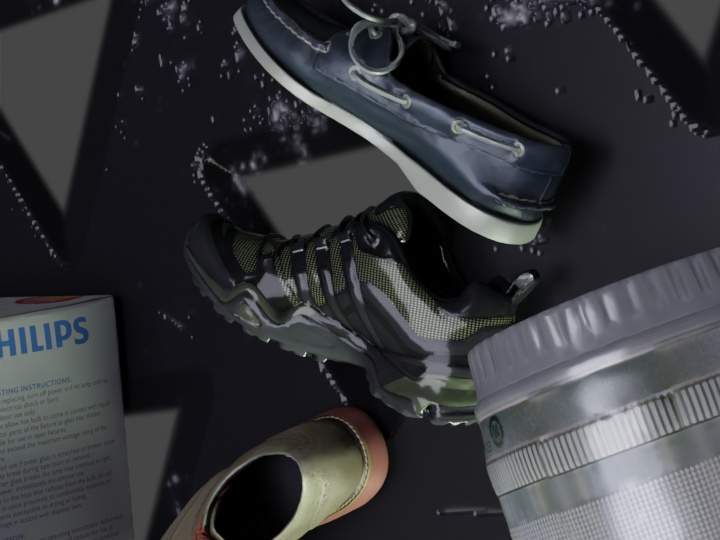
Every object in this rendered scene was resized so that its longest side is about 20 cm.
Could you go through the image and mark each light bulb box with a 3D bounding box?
[{"bbox_3d":[-0.250,0.122,1.058,0.197,0.124,0.202,-2,95,38],"label":"light bulb box"}]

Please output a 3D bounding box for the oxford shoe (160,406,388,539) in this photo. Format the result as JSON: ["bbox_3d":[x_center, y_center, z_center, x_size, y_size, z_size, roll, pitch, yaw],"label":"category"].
[{"bbox_3d":[-0.073,0.140,0.955,0.200,0.075,0.071,-45,69,32],"label":"oxford shoe"}]

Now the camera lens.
[{"bbox_3d":[0.145,0.105,0.730,0.159,0.159,0.201,-26,79,36],"label":"camera lens"}]

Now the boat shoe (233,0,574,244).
[{"bbox_3d":[0.020,-0.092,0.860,0.200,0.075,0.062,41,119,25],"label":"boat shoe"}]

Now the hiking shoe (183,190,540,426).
[{"bbox_3d":[0.000,0.000,0.895,0.199,0.076,0.101,26,102,23],"label":"hiking shoe"}]
